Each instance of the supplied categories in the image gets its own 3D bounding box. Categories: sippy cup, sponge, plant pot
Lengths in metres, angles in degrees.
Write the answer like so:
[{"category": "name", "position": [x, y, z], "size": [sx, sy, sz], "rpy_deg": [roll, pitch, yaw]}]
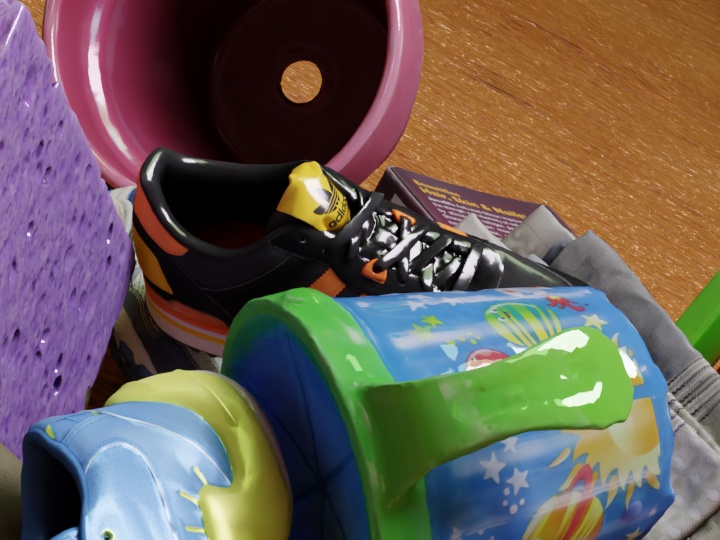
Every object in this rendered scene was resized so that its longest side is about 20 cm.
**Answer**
[{"category": "sippy cup", "position": [0.035, 0.063, 0.806], "size": [0.130, 0.140, 0.178], "rpy_deg": [-12, 23, -23]}, {"category": "sponge", "position": [-0.128, -0.002, 0.814], "size": [0.030, 0.112, 0.200], "rpy_deg": [14, -23, 13]}, {"category": "plant pot", "position": [-0.051, -0.115, 1.261], "size": [0.200, 0.200, 0.179], "rpy_deg": [36, 5, 16]}]

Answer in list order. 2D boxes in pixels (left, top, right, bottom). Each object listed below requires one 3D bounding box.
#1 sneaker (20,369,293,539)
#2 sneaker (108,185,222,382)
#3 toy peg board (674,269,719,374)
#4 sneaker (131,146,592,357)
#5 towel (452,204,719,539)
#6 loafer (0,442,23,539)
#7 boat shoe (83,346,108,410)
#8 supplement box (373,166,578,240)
[{"category": "sneaker", "position": [-0.061, 0.129, 0.745], "size": [0.105, 0.076, 0.200], "rpy_deg": [-2, 60, -38]}, {"category": "sneaker", "position": [-0.074, 0.003, 1.020], "size": [0.200, 0.085, 0.077], "rpy_deg": [-110, 174, -60]}, {"category": "toy peg board", "position": [0.235, 0.106, 1.168], "size": [0.199, 0.098, 0.200], "rpy_deg": [34, 12, -33]}, {"category": "sneaker", "position": [0.000, 0.000, 0.897], "size": [0.200, 0.090, 0.070], "rpy_deg": [11, 53, 18]}, {"category": "towel", "position": [0.046, 0.075, 0.916], "size": [0.193, 0.200, 0.035], "rpy_deg": [49, -6, 43]}, {"category": "loafer", "position": [-0.138, 0.088, 0.773], "size": [0.200, 0.070, 0.075], "rpy_deg": [20, 22, -29]}, {"category": "boat shoe", "position": [-0.185, -0.013, 0.961], "size": [0.200, 0.066, 0.074], "rpy_deg": [35, 19, 11]}, {"category": "supplement box", "position": [0.079, 0.049, 1.035], "size": [0.110, 0.086, 0.200], "rpy_deg": [12, 28, -40]}]
